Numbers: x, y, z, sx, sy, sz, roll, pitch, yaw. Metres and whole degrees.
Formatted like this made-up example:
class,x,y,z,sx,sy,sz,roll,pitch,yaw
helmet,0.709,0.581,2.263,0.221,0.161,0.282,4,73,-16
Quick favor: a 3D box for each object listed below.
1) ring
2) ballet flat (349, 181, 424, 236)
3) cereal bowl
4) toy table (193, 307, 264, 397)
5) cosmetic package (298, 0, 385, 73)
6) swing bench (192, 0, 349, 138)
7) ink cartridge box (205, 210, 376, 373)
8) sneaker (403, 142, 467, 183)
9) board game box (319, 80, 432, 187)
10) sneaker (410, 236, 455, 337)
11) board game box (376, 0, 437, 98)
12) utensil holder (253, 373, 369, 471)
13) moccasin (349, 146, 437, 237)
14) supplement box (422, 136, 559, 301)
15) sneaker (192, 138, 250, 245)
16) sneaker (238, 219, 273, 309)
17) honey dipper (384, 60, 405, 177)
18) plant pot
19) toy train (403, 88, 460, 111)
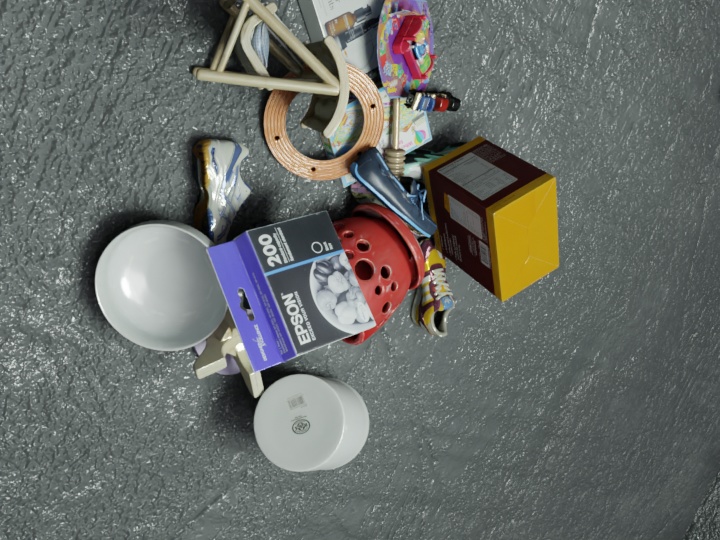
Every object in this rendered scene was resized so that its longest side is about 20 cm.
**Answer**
class,x,y,z,sx,sy,sz,roll,pitch,yaw
ring,-0.059,-0.242,1.195,0.199,0.019,0.201,-6,120,-11
ballet flat,0.068,-0.118,1.346,0.200,0.071,0.069,31,89,-39
cereal bowl,-0.293,0.016,1.120,0.199,0.083,0.201,0,106,-2
toy table,-0.209,0.107,1.221,0.183,0.117,0.201,-33,126,-19
cosmetic package,-0.015,-0.418,1.172,0.151,0.052,0.201,-35,126,-22
swing bench,-0.118,-0.287,1.027,0.199,0.199,0.130,22,98,-19
ink cartridge box,-0.100,0.025,1.083,0.199,0.043,0.199,-19,81,-31
sneaker,0.147,-0.156,1.381,0.199,0.078,0.141,-14,116,-29
board game box,0.026,-0.250,1.283,0.200,0.034,0.135,-31,124,-21
sneaker,0.153,0.033,1.458,0.075,0.090,0.201,-16,118,-29
board game box,0.093,-0.366,1.211,0.200,0.039,0.159,-24,118,-55
utensil holder,-0.083,0.268,1.290,0.170,0.170,0.200,-54,166,-3
moccasin,0.072,-0.131,1.248,0.200,0.080,0.068,39,91,-35
supplement box,0.230,-0.094,1.300,0.132,0.200,0.198,-29,132,-17
sneaker,-0.210,-0.105,1.154,0.088,0.075,0.201,-9,115,-32
sneaker,-0.145,-0.007,1.171,0.082,0.200,0.070,8,131,0
honey dipper,0.063,-0.260,1.259,0.038,0.038,0.201,-11,114,-31
plant pot,0.000,0.000,1.270,0.182,0.200,0.201,-36,126,-23
toy train,0.130,-0.291,1.278,0.200,0.046,0.034,-22,138,-60
